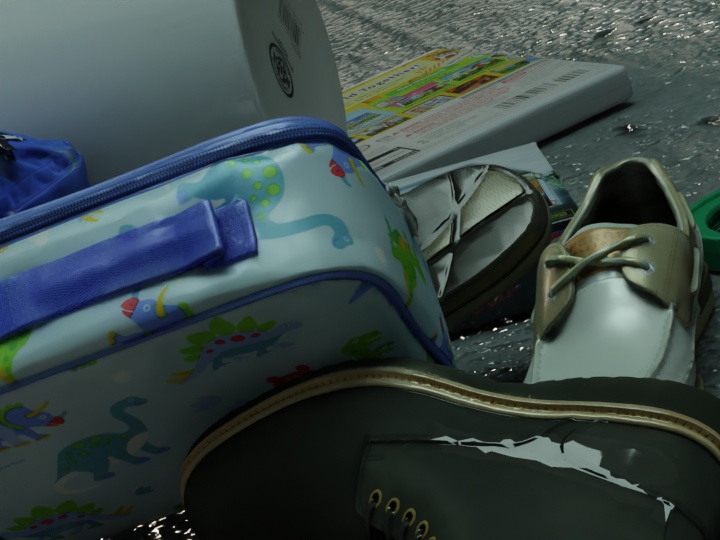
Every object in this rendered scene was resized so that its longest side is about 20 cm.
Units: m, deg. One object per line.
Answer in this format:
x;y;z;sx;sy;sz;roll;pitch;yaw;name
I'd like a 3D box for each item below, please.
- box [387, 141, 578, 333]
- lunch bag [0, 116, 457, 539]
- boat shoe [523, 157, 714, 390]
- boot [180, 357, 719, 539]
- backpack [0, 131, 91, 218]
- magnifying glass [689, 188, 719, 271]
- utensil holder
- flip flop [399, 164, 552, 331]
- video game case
0.000;0.000;1.106;0.199;0.038;0.137;-16;18;0;box
-0.072;0.025;0.878;0.200;0.083;0.161;-21;-25;10;lunch bag
0.095;0.016;0.931;0.075;0.069;0.200;-11;19;14;boat shoe
0.016;0.091;0.776;0.199;0.078;0.138;-9;24;23;boot
-0.201;0.004;1.065;0.162;0.168;0.200;3;21;30;backpack
0.236;-0.040;1.063;0.199;0.022;0.080;-19;18;-5;magnifying glass
-0.125;-0.081;1.218;0.199;0.170;0.170;-14;18;16;utensil holder
-0.007;0.027;0.987;0.200;0.058;0.081;-31;50;7;flip flop
0.020;-0.076;1.343;0.200;0.023;0.182;-26;21;-27;video game case
